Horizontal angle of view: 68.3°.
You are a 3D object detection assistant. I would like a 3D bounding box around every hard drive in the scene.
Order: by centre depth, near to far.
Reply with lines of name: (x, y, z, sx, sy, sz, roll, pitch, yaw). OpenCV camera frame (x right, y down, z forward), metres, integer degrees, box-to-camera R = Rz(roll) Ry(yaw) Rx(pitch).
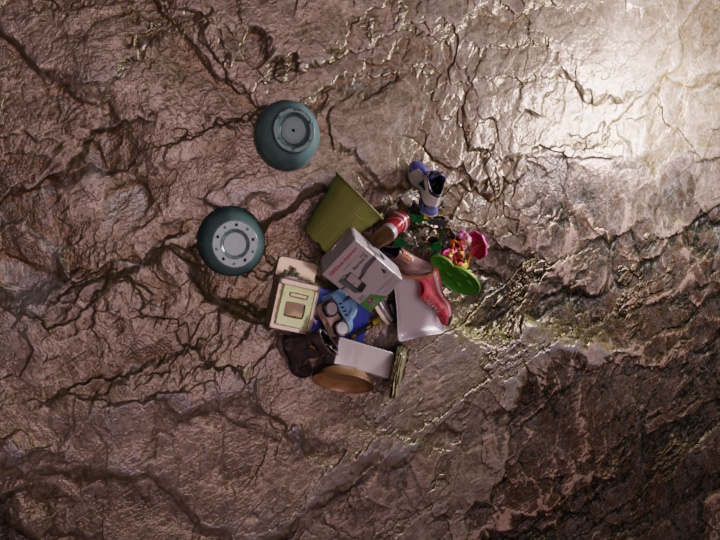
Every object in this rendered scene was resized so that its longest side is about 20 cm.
hard drive: (-0.068, 0.139, 1.669, 0.195, 0.025, 0.136, 15, 91, -19)

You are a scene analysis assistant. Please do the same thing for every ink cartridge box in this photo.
ink cartridge box: (0.000, 0.000, 1.528, 0.199, 0.085, 0.146, 38, 108, -25)

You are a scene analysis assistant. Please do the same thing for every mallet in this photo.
mallet: (0.041, 0.156, 1.680, 0.196, 0.041, 0.068, -21, 102, -28)

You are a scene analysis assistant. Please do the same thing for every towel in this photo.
towel: (0.117, 0.314, 1.663, 0.035, 0.200, 0.153, 12, 93, 5)

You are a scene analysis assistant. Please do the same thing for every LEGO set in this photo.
LEGO set: (0.182, -0.151, 1.698, 0.194, 0.117, 0.157, -2, 125, -14)

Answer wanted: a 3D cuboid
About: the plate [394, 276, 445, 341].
plate: (0.188, 0.114, 1.727, 0.195, 0.032, 0.206, -6, 94, -31)

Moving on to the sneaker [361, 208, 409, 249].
sneaker: (0.073, -0.121, 1.616, 0.112, 0.198, 0.072, -42, 104, -32)

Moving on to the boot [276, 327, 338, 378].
boot: (-0.140, 0.248, 1.562, 0.070, 0.170, 0.202, -76, 148, -41)

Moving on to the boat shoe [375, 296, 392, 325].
boat shoe: (0.059, 0.068, 1.649, 0.064, 0.072, 0.204, -26, 77, 7)

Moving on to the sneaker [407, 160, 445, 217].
sneaker: (0.214, -0.276, 1.629, 0.078, 0.116, 0.203, 1, 53, -20)

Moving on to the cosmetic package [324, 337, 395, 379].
cosmetic package: (-0.003, 0.275, 1.655, 0.195, 0.107, 0.087, 18, 74, -20)

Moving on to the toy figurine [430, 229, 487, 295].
toy figurine: (0.335, -0.055, 1.727, 0.199, 0.149, 0.187, 40, 64, -19)

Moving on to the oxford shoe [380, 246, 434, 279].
oxford shoe: (0.138, -0.028, 1.654, 0.194, 0.074, 0.073, 12, 56, 4)

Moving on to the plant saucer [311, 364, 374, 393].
plant saucer: (-0.052, 0.329, 1.623, 0.196, 0.200, 0.036, 18, 60, -18)

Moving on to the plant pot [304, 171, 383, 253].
plant pot: (-0.064, -0.152, 1.573, 0.199, 0.200, 0.190, 42, 96, -17)

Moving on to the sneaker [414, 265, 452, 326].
sneaker: (0.228, 0.089, 1.704, 0.085, 0.074, 0.205, -22, 95, -19)

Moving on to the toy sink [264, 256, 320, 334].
toy sink: (-0.196, 0.072, 1.574, 0.127, 0.112, 0.206, 14, 91, -19)

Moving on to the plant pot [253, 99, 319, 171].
plant pot: (-0.201, -0.392, 1.515, 0.195, 0.134, 0.207, -2, 96, -17)

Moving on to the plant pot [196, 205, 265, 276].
plant pot: (-0.356, -0.078, 1.481, 0.195, 0.161, 0.207, -2, 96, -17)

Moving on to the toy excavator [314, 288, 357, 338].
toy excavator: (-0.055, 0.082, 1.616, 0.198, 0.099, 0.198, -32, 96, -33)
